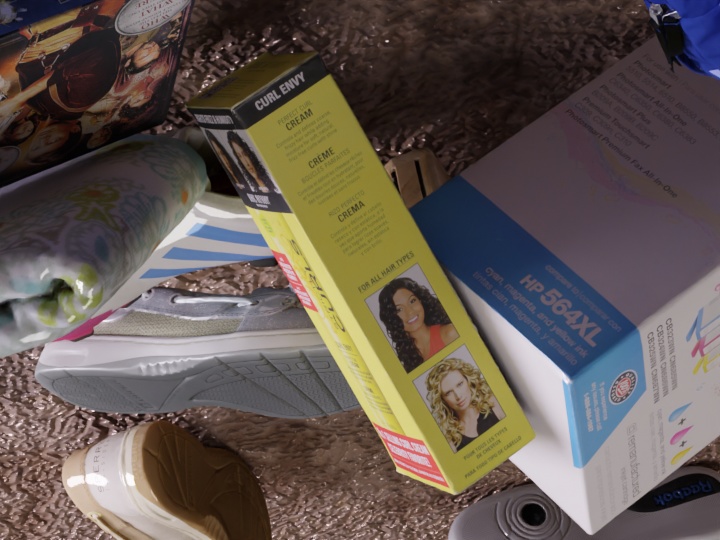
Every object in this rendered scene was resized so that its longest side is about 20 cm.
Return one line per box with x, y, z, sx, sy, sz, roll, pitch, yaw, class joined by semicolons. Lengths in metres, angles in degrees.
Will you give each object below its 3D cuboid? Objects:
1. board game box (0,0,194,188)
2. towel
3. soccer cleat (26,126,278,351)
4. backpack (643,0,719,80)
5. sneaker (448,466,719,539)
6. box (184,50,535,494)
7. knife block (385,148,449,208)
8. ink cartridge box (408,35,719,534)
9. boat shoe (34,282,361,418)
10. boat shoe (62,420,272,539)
-0.165;-0.069;0.956;0.200;0.035;0.136;-24;163;-20;board game box
-0.175;0.003;1.009;0.199;0.171;0.048;-15;108;16;towel
-0.104;-0.028;1.110;0.199;0.070;0.086;-19;141;0;soccer cleat
0.171;-0.157;0.884;0.167;0.163;0.200;-17;152;15;backpack
0.148;0.193;1.584;0.199;0.073;0.112;-6;149;-15;sneaker
0.000;0.000;1.048;0.050;0.200;0.075;-35;-164;-15;box
0.060;0.022;1.242;0.175;0.064;0.200;3;147;-27;knife block
0.137;-0.005;1.102;0.200;0.125;0.129;-35;144;-16;ink cartridge box
-0.065;0.030;1.155;0.201;0.065;0.074;-4;152;28;boat shoe
-0.111;0.139;1.398;0.069;0.074;0.200;-9;152;18;boat shoe
